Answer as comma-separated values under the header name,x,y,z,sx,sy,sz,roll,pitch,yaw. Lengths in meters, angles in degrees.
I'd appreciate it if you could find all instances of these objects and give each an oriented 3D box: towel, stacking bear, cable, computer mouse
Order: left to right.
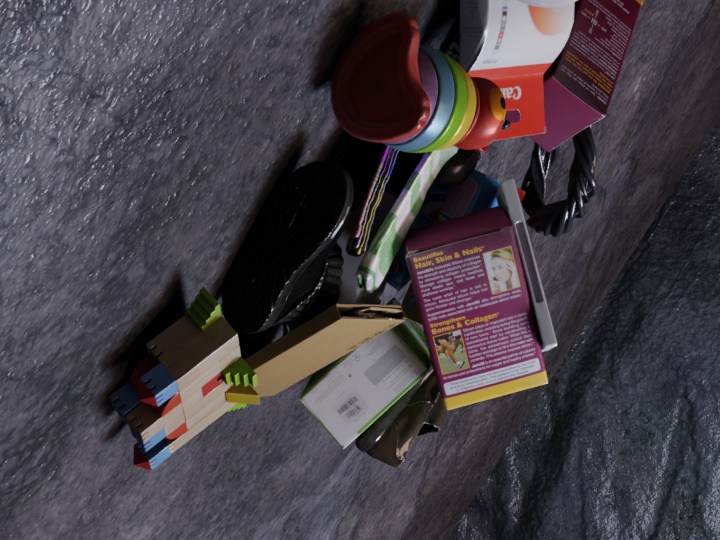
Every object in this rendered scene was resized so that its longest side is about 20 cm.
name,x,y,z,sx,sy,sz,roll,pitch,yaw
towel,0.027,-0.108,1.650,0.144,0.023,0.201,112,-1,-85
towel,0.054,-0.069,1.686,0.201,0.023,0.153,-59,174,-5
stacking bear,0.074,-0.169,1.530,0.113,0.123,0.199,-18,164,37
computer mouse,0.151,-0.152,1.843,0.200,0.034,0.059,-41,158,-39
cable,0.257,-0.124,1.933,0.050,0.164,0.201,2,135,-19

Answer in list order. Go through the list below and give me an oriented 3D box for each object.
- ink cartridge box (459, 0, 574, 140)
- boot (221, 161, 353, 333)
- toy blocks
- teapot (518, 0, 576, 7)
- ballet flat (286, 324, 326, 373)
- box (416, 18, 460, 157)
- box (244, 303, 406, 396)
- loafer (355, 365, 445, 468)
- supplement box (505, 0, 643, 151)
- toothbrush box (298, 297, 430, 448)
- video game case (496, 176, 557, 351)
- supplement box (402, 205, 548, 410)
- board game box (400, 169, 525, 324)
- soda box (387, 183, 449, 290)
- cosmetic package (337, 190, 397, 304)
name,x,y,z,sx,sy,sz,roll,pitch,yaw
ink cartridge box,0.172,-0.243,1.662,0.162,0.050,0.202,-13,104,-47
boot,-0.051,-0.026,1.602,0.212,0.079,0.158,-53,160,20
toy blocks,-0.185,0.119,1.513,0.136,0.100,0.200,-37,158,-19
teapot,0.166,-0.361,1.461,0.145,0.197,0.202,19,75,-36
ballet flat,-0.054,0.056,1.799,0.070,0.069,0.200,-48,166,-22
box,0.128,-0.226,1.782,0.201,0.049,0.159,-59,161,12
box,-0.064,0.092,1.708,0.199,0.021,0.163,-30,165,23
loafer,0.074,0.173,1.908,0.200,0.071,0.073,-45,-177,-29
supplement box,0.255,-0.259,1.841,0.110,0.085,0.201,-31,-150,52
toothbrush box,0.011,0.124,1.906,0.146,0.086,0.200,-43,-176,8
video game case,0.197,-0.003,1.816,0.018,0.202,0.143,-14,174,2
supplement box,0.132,0.044,1.792,0.103,0.130,0.202,-101,177,-73
board game box,0.130,-0.025,1.929,0.153,0.040,0.201,11,103,-64
soda box,0.087,-0.061,1.948,0.200,0.064,0.068,-41,159,-41
cosmetic package,0.000,0.000,1.845,0.082,0.050,0.201,-41,158,-37
